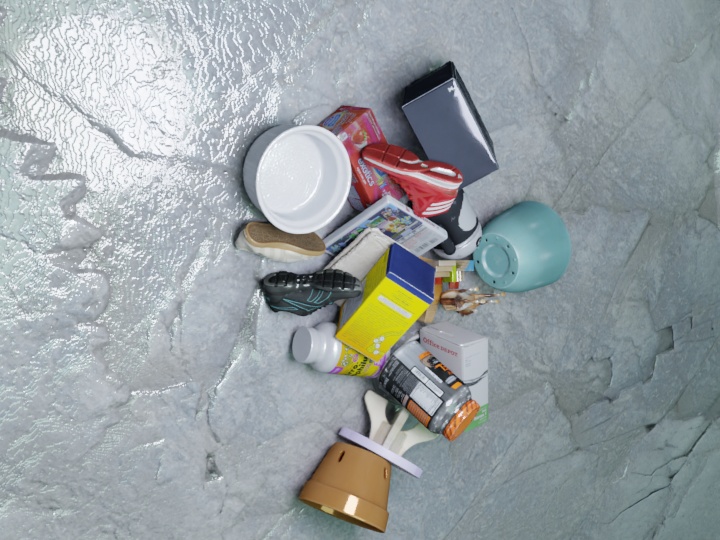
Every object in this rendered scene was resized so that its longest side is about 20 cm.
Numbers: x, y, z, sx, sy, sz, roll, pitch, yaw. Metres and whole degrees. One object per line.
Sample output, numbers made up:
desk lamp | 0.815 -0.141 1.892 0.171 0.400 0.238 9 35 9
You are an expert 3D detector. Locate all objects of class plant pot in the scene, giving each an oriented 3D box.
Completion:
plant pot | 0.348 -0.042 1.865 0.160 0.199 0.204 -19 114 -42
plant pot | -0.017 0.463 1.786 0.200 0.199 0.142 38 65 -36

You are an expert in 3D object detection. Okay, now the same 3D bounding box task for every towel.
towel | 0.000 0.000 1.694 0.132 0.035 0.200 31 120 -36

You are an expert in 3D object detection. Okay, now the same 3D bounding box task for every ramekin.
ramekin | -0.124 -0.179 1.562 0.198 0.097 0.203 -11 113 -28

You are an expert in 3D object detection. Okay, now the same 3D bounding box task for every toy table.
toy table | 0.067 0.358 1.823 0.199 0.184 0.118 32 76 -7

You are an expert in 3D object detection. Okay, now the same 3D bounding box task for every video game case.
video game case | 0.047 -0.063 1.688 0.181 0.199 0.023 27 45 -37

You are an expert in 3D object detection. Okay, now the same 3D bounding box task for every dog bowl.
dog bowl | 0.120 0.219 1.884 0.198 0.058 0.203 -10 108 -33

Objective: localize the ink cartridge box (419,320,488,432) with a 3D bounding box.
ink cartridge box | 0.205 0.228 1.819 0.084 0.145 0.203 -15 112 -34

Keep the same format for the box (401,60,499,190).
box | 0.178 -0.288 1.654 0.122 0.199 0.201 -26 108 14

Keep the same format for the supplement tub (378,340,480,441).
supplement tub | 0.144 0.251 1.721 0.122 0.200 0.123 -41 158 -21

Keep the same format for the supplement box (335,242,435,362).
supplement box | 0.050 0.065 1.650 0.109 0.109 0.200 31 123 -13

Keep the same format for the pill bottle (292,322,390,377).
pill bottle | -0.041 0.165 1.724 0.198 0.104 0.106 11 97 -36

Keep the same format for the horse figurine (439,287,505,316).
horse figurine | 0.236 0.069 1.861 0.199 0.131 0.051 6 76 -53

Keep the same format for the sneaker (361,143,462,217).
sneaker | 0.088 -0.161 1.586 0.079 0.198 0.117 -59 167 -49

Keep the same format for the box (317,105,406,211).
box | 0.002 -0.218 1.647 0.095 0.099 0.201 -41 123 -19

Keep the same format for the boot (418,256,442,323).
boot | 0.105 0.038 1.821 0.199 0.070 0.146 7 94 -42

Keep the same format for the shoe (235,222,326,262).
shoe | -0.155 -0.054 1.617 0.198 0.071 0.053 8 141 -41

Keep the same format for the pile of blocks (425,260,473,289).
pile of blocks | 0.206 0.010 1.808 0.199 0.081 0.063 -2 90 -58

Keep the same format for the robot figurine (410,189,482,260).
robot figurine | 0.186 -0.117 1.789 0.150 0.124 0.201 -43 120 -19

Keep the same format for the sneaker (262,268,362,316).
sneaker | -0.093 0.045 1.642 0.197 0.076 0.080 1 120 4
